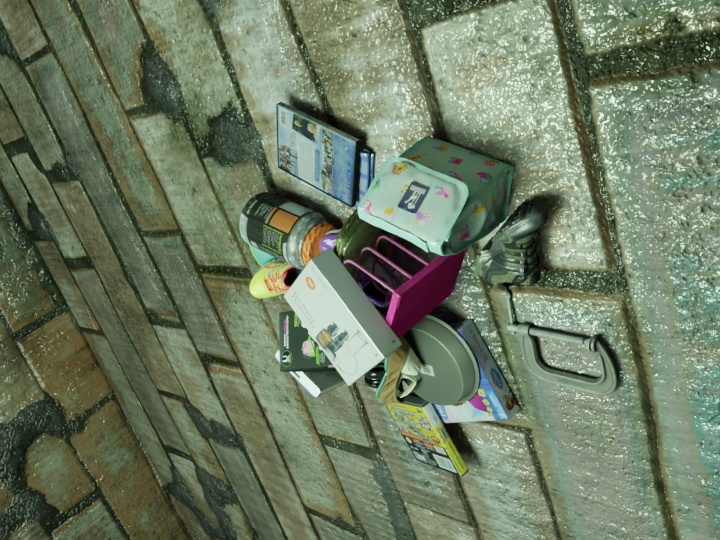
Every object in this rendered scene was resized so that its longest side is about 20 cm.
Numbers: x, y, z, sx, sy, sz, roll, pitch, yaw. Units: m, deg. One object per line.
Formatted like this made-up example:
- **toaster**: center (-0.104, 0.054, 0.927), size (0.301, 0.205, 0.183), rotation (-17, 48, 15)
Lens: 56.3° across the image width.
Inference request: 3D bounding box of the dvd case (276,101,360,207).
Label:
- **dvd case**: center (-0.083, -0.219, 1.275), size (0.199, 0.018, 0.144), rotation (31, 138, 26)

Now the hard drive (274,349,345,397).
- **hard drive**: center (-0.096, 0.215, 1.526), size (0.132, 0.200, 0.025), rotation (42, 108, 16)

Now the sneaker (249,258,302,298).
- **sneaker**: center (-0.167, 0.016, 1.465), size (0.199, 0.090, 0.079), rotation (-23, 103, 23)

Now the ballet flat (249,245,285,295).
- **ballet flat**: center (-0.189, -0.018, 1.545), size (0.066, 0.067, 0.201), rotation (-31, 98, 16)

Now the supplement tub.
- **supplement tub**: center (-0.147, -0.079, 1.404), size (0.199, 0.122, 0.124), rotation (26, 135, 33)

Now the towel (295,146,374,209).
- **towel**: center (-0.056, -0.199, 1.296), size (0.199, 0.024, 0.148), rotation (30, 137, 29)

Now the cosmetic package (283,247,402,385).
- **cosmetic package**: center (-0.035, 0.082, 1.146), size (0.201, 0.051, 0.151), rotation (53, 143, 8)

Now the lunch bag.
- **lunch bag**: center (0.114, -0.108, 1.036), size (0.170, 0.200, 0.123), rotation (28, 136, 31)

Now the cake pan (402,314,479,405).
- **cake pan**: center (0.137, 0.179, 1.300), size (0.199, 0.037, 0.202), rotation (28, 135, 32)

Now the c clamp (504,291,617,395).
- **c clamp**: center (0.332, 0.131, 1.129), size (0.199, 0.027, 0.172), rotation (15, 128, 41)

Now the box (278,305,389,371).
- **box**: center (-0.050, 0.141, 1.383), size (0.199, 0.148, 0.126), rotation (-10, 76, 37)

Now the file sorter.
- **file sorter**: center (0.070, 0.009, 1.175), size (0.125, 0.199, 0.140), rotation (36, 140, 23)

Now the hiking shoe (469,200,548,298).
- **hiking shoe**: center (0.256, -0.032, 1.061), size (0.100, 0.076, 0.200), rotation (39, 150, 5)

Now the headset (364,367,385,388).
- **headset**: center (0.032, 0.194, 1.485), size (0.199, 0.094, 0.124), rotation (-19, 100, 36)

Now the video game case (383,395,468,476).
- **video game case**: center (0.136, 0.354, 1.479), size (0.182, 0.025, 0.200), rotation (60, 157, -8)

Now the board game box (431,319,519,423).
- **board game box**: center (0.186, 0.206, 1.331), size (0.199, 0.041, 0.201), rotation (-21, 101, 52)

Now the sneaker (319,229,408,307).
- **sneaker**: center (0.000, 0.000, 1.302), size (0.199, 0.089, 0.081), rotation (37, 125, 3)

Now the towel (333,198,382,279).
- **towel**: center (0.000, -0.055, 1.206), size (0.036, 0.200, 0.149), rotation (22, 135, 13)

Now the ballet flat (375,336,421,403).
- **ballet flat**: center (0.078, 0.195, 1.301), size (0.072, 0.068, 0.201), rotation (20, 134, 11)
